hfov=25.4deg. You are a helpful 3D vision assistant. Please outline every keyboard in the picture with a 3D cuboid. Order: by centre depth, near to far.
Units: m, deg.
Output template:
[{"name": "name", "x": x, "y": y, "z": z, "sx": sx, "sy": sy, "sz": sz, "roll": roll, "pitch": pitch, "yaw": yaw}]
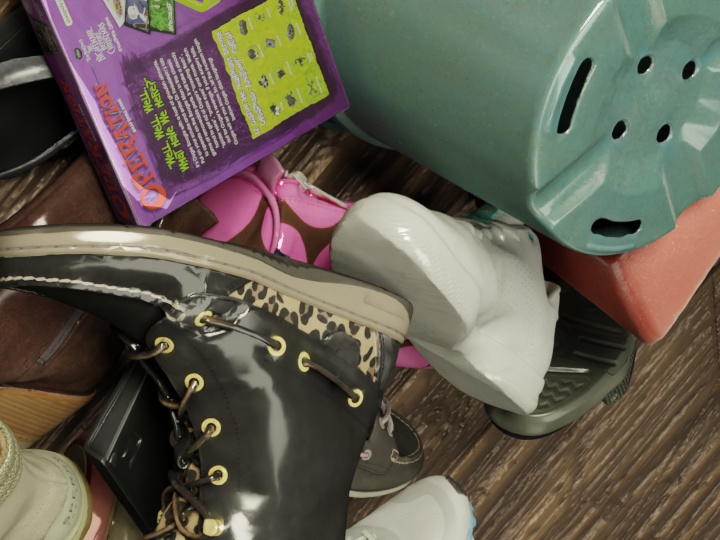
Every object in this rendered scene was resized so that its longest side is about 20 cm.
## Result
[{"name": "keyboard", "x": -0.095, "y": 0.129, "z": 0.787, "sx": 0.201, "sy": 0.020, "sz": 0.128, "roll": 69, "pitch": 37, "yaw": -52}]

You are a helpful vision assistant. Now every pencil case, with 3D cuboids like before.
[{"name": "pencil case", "x": 0.000, "y": 0.000, "z": 0.847, "sx": 0.199, "sy": 0.091, "sz": 0.094, "roll": 12, "pitch": 108, "yaw": -47}]

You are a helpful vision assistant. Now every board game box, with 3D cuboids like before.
[{"name": "board game box", "x": -0.087, "y": -0.133, "z": 0.675, "sx": 0.120, "sy": 0.032, "sz": 0.201, "roll": -34, "pitch": 118, "yaw": -28}]

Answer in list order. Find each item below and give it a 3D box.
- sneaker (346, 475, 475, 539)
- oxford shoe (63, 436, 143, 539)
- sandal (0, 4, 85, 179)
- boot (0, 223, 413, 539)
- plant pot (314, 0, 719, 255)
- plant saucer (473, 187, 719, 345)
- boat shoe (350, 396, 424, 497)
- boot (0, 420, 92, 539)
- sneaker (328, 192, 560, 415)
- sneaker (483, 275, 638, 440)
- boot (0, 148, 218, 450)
[{"name": "sneaker", "x": -0.017, "y": 0.189, "z": 0.916, "sx": 0.200, "sy": 0.075, "sz": 0.087, "roll": -45, "pitch": 137, "yaw": -5}, {"name": "oxford shoe", "x": -0.136, "y": 0.190, "z": 0.829, "sx": 0.074, "sy": 0.070, "sz": 0.202, "roll": 13, "pitch": 97, "yaw": -30}, {"name": "sandal", "x": -0.155, "y": -0.068, "z": 0.696, "sx": 0.199, "sy": 0.043, "sz": 0.077, "roll": -29, "pitch": 134, "yaw": -22}, {"name": "boot", "x": -0.073, "y": 0.065, "z": 0.689, "sx": 0.199, "sy": 0.073, "sz": 0.152, "roll": 14, "pitch": 82, "yaw": -35}, {"name": "plant pot", "x": 0.076, "y": -0.116, "z": 0.748, "sx": 0.199, "sy": 0.196, "sz": 0.202, "roll": -21, "pitch": 131, "yaw": -27}, {"name": "plant saucer", "x": 0.146, "y": -0.089, "z": 0.835, "sx": 0.037, "sy": 0.200, "sz": 0.201, "roll": 28, "pitch": 99, "yaw": -31}, {"name": "boat shoe", "x": -0.024, "y": 0.080, "z": 0.891, "sx": 0.199, "sy": 0.067, "sz": 0.057, "roll": 18, "pitch": 122, "yaw": -43}, {"name": "boot", "x": -0.223, "y": 0.112, "z": 0.672, "sx": 0.198, "sy": 0.073, "sz": 0.155, "roll": -17, "pitch": 164, "yaw": -2}, {"name": "sneaker", "x": 0.051, "y": -0.004, "z": 0.789, "sx": 0.089, "sy": 0.075, "sz": 0.200, "roll": -63, "pitch": 149, "yaw": -13}, {"name": "sneaker", "x": 0.127, "y": 0.057, "z": 0.965, "sx": 0.200, "sy": 0.076, "sz": 0.115, "roll": -54, "pitch": 156, "yaw": -48}, {"name": "boot", "x": -0.166, "y": -0.002, "z": 0.710, "sx": 0.167, "sy": 0.072, "sz": 0.200, "roll": -50, "pitch": 148, "yaw": 4}]
